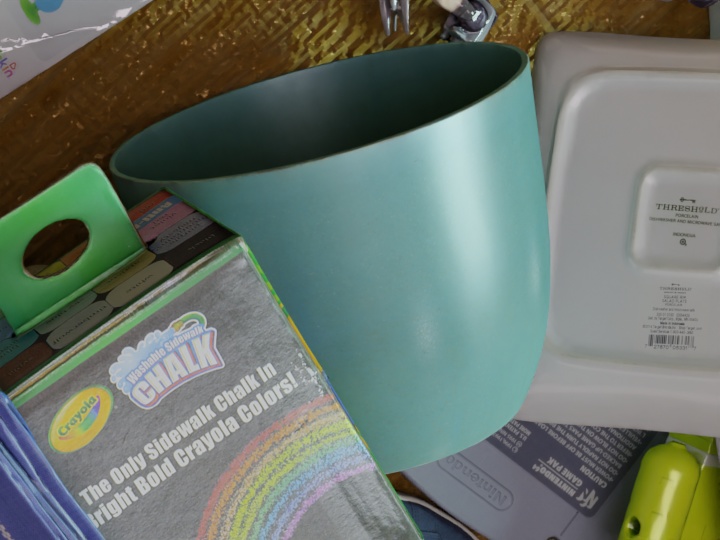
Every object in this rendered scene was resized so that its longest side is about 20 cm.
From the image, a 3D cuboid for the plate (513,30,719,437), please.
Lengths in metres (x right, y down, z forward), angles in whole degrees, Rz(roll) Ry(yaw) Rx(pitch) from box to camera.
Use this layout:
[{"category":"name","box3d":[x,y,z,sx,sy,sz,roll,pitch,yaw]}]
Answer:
[{"category":"plate","box3d":[0.161,-0.021,1.261,0.198,0.032,0.202,4,80,24]}]

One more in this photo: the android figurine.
[{"category":"android figurine","box3d":[0.205,0.127,1.371,0.181,0.041,0.201,13,98,-42]}]

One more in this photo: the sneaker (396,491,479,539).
[{"category":"sneaker","box3d":[0.062,0.191,1.347,0.200,0.085,0.075,41,90,-19]}]

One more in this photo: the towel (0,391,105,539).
[{"category":"towel","box3d":[-0.174,0.121,1.036,0.145,0.199,0.024,56,41,-19]}]

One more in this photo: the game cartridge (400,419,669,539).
[{"category":"game cartridge","box3d":[0.081,0.068,1.351,0.200,0.042,0.133,38,95,-20]}]

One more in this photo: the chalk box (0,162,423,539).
[{"category":"chalk box","box3d":[-0.086,0.052,1.061,0.124,0.124,0.201,-33,109,-9]}]

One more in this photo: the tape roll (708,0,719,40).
[{"category":"tape roll","box3d":[0.284,-0.134,1.341,0.201,0.071,0.204,-3,103,-15]}]

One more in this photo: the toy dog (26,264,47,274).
[{"category":"toy dog","box3d":[-0.126,0.103,1.270,0.131,0.096,0.202,9,100,-17]}]

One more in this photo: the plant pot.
[{"category":"plant pot","box3d":[0.000,0.000,1.214,0.199,0.201,0.162,-18,106,-10]}]

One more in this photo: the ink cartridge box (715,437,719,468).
[{"category":"ink cartridge box","box3d":[0.280,0.098,1.338,0.199,0.084,0.147,-30,119,-37]}]

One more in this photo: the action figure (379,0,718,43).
[{"category":"action figure","box3d":[0.081,-0.168,1.282,0.198,0.069,0.131,4,108,-9]}]

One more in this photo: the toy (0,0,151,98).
[{"category":"toy","box3d":[-0.142,-0.171,1.229,0.199,0.047,0.116,-34,112,-4]}]
